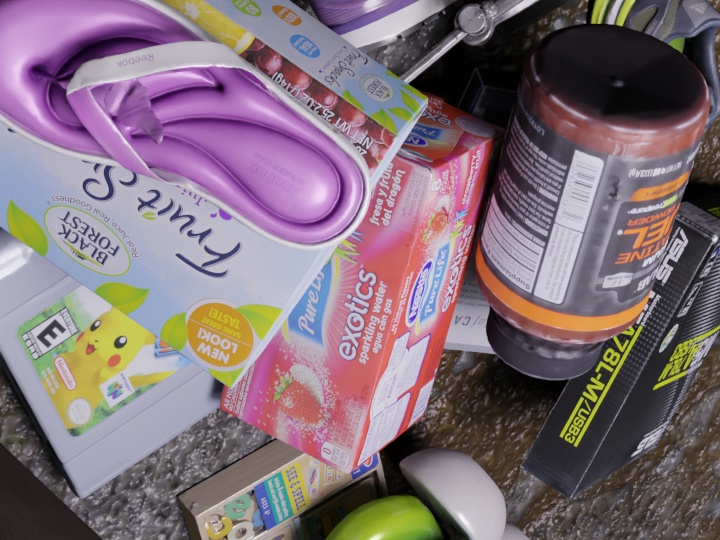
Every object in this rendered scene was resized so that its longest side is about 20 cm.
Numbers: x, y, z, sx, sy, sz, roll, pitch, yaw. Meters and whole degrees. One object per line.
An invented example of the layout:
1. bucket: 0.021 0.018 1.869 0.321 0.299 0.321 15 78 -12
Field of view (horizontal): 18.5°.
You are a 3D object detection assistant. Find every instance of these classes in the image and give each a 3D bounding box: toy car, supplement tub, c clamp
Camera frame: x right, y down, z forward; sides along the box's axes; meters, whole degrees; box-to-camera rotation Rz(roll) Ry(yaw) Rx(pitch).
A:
1. toy car: 0.048 0.229 1.415 0.175 0.150 0.200 -40 136 -7
2. supplement tub: 0.125 -0.033 1.258 0.107 0.107 0.200 -15 137 -28
3. c clamp: 0.085 -0.148 1.234 0.171 0.027 0.200 -35 178 12

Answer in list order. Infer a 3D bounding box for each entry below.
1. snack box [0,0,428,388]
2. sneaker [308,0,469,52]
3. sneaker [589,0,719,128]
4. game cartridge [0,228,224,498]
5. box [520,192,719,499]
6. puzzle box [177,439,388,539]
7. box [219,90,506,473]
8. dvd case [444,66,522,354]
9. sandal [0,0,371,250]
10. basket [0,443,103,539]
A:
1. snack box: -0.095 -0.068 1.087 0.169 0.200 0.068 -55 178 28
2. sneaker: 0.049 -0.195 1.212 0.200 0.076 0.088 -33 107 -35
3. sneaker: 0.179 -0.093 1.374 0.074 0.081 0.201 -18 129 -26
4. game cartridge: -0.141 0.028 1.251 0.133 0.040 0.200 -37 135 -16
5. box: 0.195 0.043 1.449 0.194 0.047 0.200 -65 162 14
6. puzzle box: -0.037 0.189 1.449 0.133 0.025 0.200 -30 133 -18
7. box: 0.000 0.000 1.272 0.100 0.095 0.201 -33 143 -56
8. dvd case: 0.102 -0.028 1.345 0.150 0.025 0.200 8 130 -23
9. sandal: -0.082 -0.072 0.989 0.202 0.050 0.083 23 97 -14
10. basket: -0.215 0.158 1.166 0.180 0.200 0.136 -6 124 -33
